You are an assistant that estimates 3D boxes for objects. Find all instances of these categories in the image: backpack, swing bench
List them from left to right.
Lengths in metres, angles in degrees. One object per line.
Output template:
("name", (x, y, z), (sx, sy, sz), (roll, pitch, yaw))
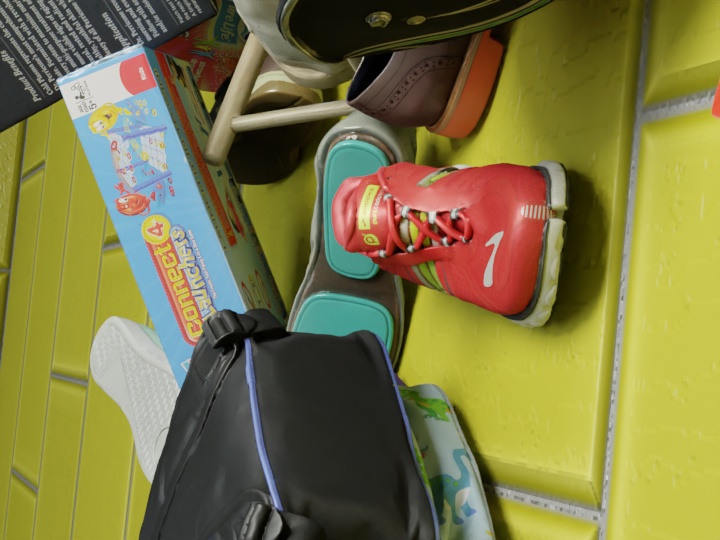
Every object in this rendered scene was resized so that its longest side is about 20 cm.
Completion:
("swing bench", (-0.058, -0.197, 0.876), (0.199, 0.130, 0.200), (53, -146, -60))
("backpack", (-0.027, 0.148, 0.760), (0.183, 0.147, 0.200), (-110, 37, -53))

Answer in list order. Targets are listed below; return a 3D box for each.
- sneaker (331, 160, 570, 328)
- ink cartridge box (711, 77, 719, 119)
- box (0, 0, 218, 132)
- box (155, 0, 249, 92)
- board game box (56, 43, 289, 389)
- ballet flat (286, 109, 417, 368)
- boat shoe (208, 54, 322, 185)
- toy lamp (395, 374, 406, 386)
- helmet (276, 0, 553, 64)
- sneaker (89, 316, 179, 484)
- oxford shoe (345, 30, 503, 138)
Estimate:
("sneaker", (0.036, -0.017, 0.731), (0.200, 0.085, 0.077), (-173, 88, -72))
("ink cartridge box", (0.155, -0.142, 0.483), (0.160, 0.047, 0.200), (-147, 67, -69))
("box", (-0.218, -0.215, 1.033), (0.124, 0.196, 0.200), (60, -173, -39))
("box", (-0.105, -0.232, 1.196), (0.200, 0.100, 0.096), (124, 146, -53))
("board game box", (-0.112, -0.037, 0.995), (0.196, 0.056, 0.200), (-66, -45, -85))
("ballet flat", (0.000, 0.000, 0.885), (0.064, 0.067, 0.200), (-57, -21, -60))
("boat shoe", (-0.069, -0.114, 1.113), (0.200, 0.073, 0.065), (-28, 47, 63))
("toy lamp", (-0.045, 0.134, 0.878), (0.200, 0.058, 0.058), (-54, 27, 14))
("helmet", (0.034, -0.190, 0.634), (0.190, 0.200, 0.200), (-27, 44, 15))
("sneaker", (-0.101, 0.100, 1.076), (0.074, 0.118, 0.200), (-62, 37, 15))
("oxford shoe", (0.043, -0.165, 0.780), (0.071, 0.072, 0.200), (-127, 47, -64))
